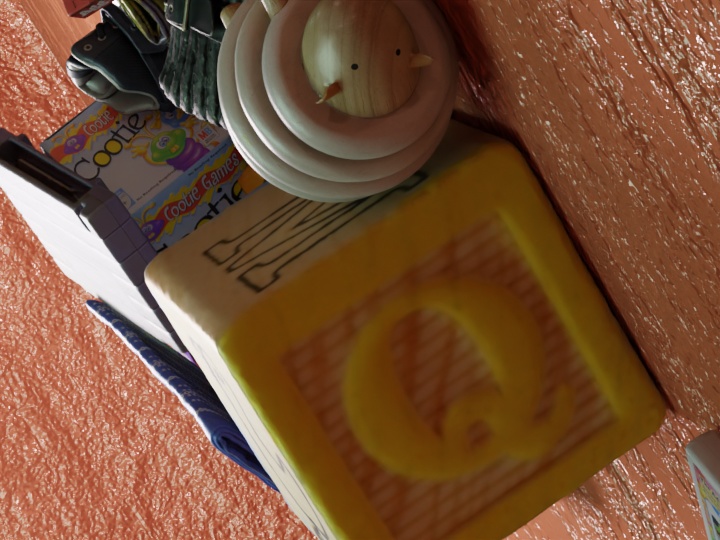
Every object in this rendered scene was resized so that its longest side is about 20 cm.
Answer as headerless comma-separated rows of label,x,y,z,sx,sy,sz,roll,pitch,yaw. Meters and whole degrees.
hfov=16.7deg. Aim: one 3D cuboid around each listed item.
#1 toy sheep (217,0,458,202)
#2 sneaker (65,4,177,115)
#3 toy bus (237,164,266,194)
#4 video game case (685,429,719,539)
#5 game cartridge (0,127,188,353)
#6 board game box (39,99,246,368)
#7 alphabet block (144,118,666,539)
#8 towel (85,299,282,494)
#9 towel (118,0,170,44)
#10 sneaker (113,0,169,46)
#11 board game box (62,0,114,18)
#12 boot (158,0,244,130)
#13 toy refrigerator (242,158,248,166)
toy sheep,-0.014,-0.100,1.277,0.138,0.138,0.200,56,169,4
sneaker,-0.157,-0.201,1.683,0.203,0.146,0.077,55,174,17
toy bus,0.000,0.000,1.636,0.200,0.065,0.078,42,126,4
video game case,0.245,0.198,1.278,0.200,0.024,0.182,52,171,36
game cartridge,-0.180,-0.022,1.653,0.130,0.038,0.200,53,167,-32
board game box,-0.131,-0.035,1.759,0.103,0.105,0.200,43,166,34
alphabet block,0.021,0.039,1.381,0.196,0.196,0.200,57,172,-17
towel,-0.101,0.098,1.685,0.145,0.024,0.200,39,180,-41
towel,-0.149,-0.249,1.497,0.144,0.023,0.201,52,-152,-51
sneaker,-0.130,-0.182,1.585,0.067,0.090,0.201,69,-176,-68
board game box,-0.151,-0.251,1.340,0.019,0.103,0.201,-1,-113,-63
boot,-0.094,-0.183,1.417,0.211,0.079,0.159,48,147,46
toy refrigerator,-0.017,-0.030,1.770,0.200,0.076,0.070,61,171,-33
